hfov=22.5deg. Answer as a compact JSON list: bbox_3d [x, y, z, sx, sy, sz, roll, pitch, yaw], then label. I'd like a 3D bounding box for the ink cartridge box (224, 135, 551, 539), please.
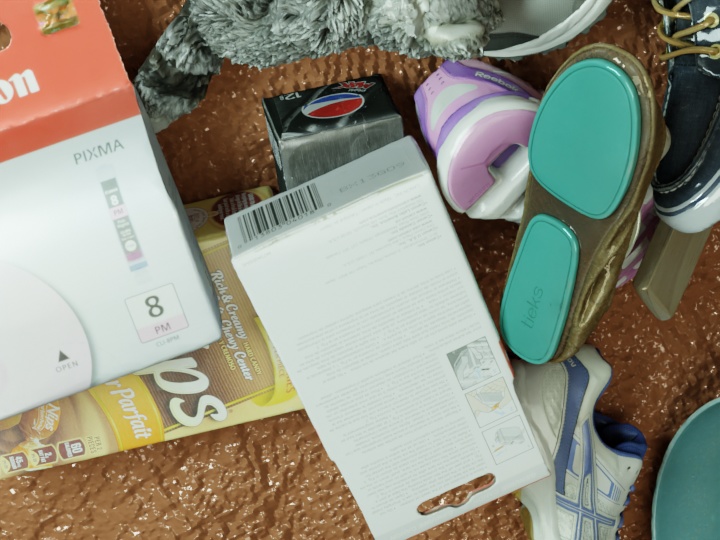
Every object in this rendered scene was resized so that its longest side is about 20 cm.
[{"bbox_3d":[0.017,0.042,0.949,0.108,0.050,0.201,-24,119,2],"label":"ink cartridge box"}]

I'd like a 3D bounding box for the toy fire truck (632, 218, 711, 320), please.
[{"bbox_3d":[0.246,-0.040,0.985,0.199,0.129,0.176,-30,118,15],"label":"toy fire truck"}]

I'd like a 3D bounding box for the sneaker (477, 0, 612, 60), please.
[{"bbox_3d":[0.111,-0.176,0.884,0.079,0.074,0.200,24,136,-38],"label":"sneaker"}]

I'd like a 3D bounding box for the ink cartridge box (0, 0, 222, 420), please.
[{"bbox_3d":[-0.176,-0.031,0.899,0.162,0.057,0.201,-19,116,0],"label":"ink cartridge box"}]

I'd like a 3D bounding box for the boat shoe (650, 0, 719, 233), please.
[{"bbox_3d":[0.175,-0.126,0.921,0.091,0.071,0.201,28,79,-28],"label":"boat shoe"}]

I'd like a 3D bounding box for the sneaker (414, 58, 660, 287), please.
[{"bbox_3d":[0.097,-0.056,0.972,0.081,0.089,0.200,-47,137,12],"label":"sneaker"}]

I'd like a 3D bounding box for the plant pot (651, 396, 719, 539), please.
[{"bbox_3d":[0.288,0.161,1.064,0.134,0.200,0.201,-8,121,-34],"label":"plant pot"}]

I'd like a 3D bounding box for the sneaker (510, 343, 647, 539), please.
[{"bbox_3d":[0.136,0.136,1.073,0.088,0.075,0.201,-21,119,1],"label":"sneaker"}]

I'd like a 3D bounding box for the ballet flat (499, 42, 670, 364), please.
[{"bbox_3d":[0.119,-0.038,0.896,0.072,0.068,0.201,-31,144,-37],"label":"ballet flat"}]

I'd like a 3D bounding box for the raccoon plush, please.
[{"bbox_3d":[-0.018,-0.116,0.906,0.134,0.097,0.200,36,135,-6],"label":"raccoon plush"}]

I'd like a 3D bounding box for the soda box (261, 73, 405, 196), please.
[{"bbox_3d":[0.000,0.000,0.988,0.070,0.063,0.201,-12,118,-3],"label":"soda box"}]

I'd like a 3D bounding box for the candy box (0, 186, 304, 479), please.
[{"bbox_3d":[-0.131,0.036,0.987,0.199,0.055,0.116,-13,116,-2],"label":"candy box"}]
